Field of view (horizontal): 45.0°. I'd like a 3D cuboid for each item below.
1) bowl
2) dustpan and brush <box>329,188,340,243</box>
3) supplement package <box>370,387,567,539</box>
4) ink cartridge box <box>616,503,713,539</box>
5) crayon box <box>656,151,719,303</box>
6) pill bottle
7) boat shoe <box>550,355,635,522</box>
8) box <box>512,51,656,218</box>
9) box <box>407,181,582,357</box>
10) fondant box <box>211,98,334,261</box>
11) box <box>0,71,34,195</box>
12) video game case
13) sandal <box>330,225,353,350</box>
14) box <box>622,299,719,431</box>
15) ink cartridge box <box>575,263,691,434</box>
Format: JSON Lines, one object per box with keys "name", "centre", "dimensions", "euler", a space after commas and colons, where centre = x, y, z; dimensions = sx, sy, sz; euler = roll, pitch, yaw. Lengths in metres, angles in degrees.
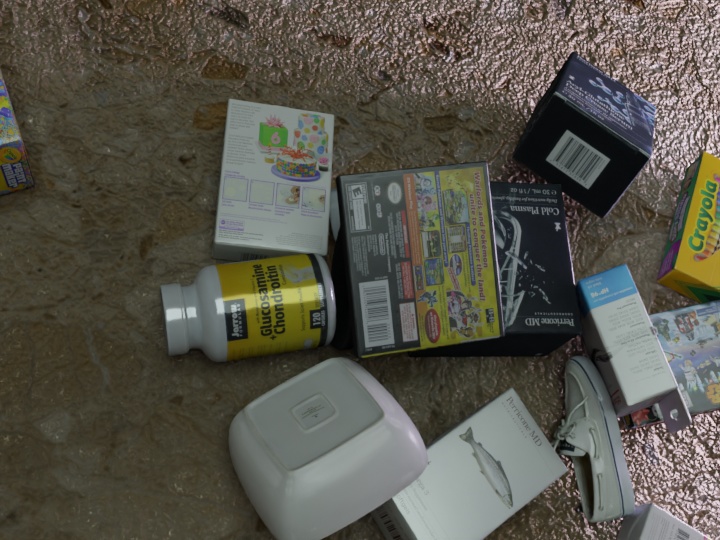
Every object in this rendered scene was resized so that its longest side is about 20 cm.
{"name": "bowl", "centre": [-0.043, 0.181, 0.961], "dimensions": [0.197, 0.076, 0.200], "euler": [-26, 37, -17]}
{"name": "dustpan and brush", "centre": [0.025, -0.007, 1.099], "dimensions": [0.057, 0.138, 0.205], "euler": [3, 84, -47]}
{"name": "supplement package", "centre": [0.118, 0.248, 1.011], "dimensions": [0.198, 0.118, 0.118], "euler": [-31, 77, -22]}
{"name": "ink cartridge box", "centre": [0.404, 0.387, 1.054], "dimensions": [0.197, 0.068, 0.116], "euler": [31, 66, 0]}
{"name": "crayon box", "centre": [0.534, -0.043, 1.249], "dimensions": [0.170, 0.058, 0.203], "euler": [25, 67, -4]}
{"name": "pill bottle", "centre": [-0.134, 0.046, 1.029], "dimensions": [0.195, 0.112, 0.115], "euler": [-8, 72, -16]}
{"name": "boat shoe", "centre": [0.274, 0.214, 1.092], "dimensions": [0.084, 0.075, 0.207], "euler": [-10, 82, -13]}
{"name": "box", "centre": [0.307, -0.188, 1.177], "dimensions": [0.147, 0.108, 0.201], "euler": [33, 34, 1]}
{"name": "box", "centre": [0.159, 0.000, 1.112], "dimensions": [0.195, 0.124, 0.201], "euler": [1, 72, -13]}
{"name": "fondant box", "centre": [-0.111, -0.111, 1.123], "dimensions": [0.141, 0.058, 0.205], "euler": [6, 70, -11]}
{"name": "box", "centre": [-0.510, -0.187, 1.021], "dimensions": [0.189, 0.122, 0.204], "euler": [-18, 74, -18]}
{"name": "video game case", "centre": [0.069, -0.014, 0.987], "dimensions": [0.176, 0.025, 0.205], "euler": [-7, 92, -13]}
{"name": "sandal", "centre": [-0.001, 0.000, 1.054], "dimensions": [0.047, 0.204, 0.075], "euler": [-5, 33, -35]}
{"name": "box", "centre": [0.430, 0.122, 1.153], "dimensions": [0.195, 0.040, 0.140], "euler": [-12, 73, -4]}
{"name": "ink cartridge box", "centre": [0.328, 0.109, 1.077], "dimensions": [0.065, 0.116, 0.204], "euler": [-18, 71, 1]}
